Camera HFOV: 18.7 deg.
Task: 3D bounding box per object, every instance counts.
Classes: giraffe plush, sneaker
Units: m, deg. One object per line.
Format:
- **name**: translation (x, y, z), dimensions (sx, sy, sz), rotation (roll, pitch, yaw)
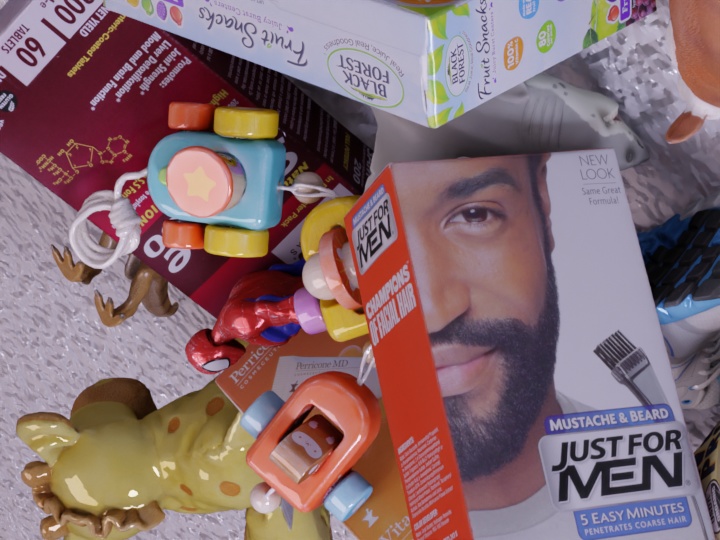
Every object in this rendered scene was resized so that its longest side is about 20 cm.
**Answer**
- **giraffe plush**: translation (-0.110, 0.112, 1.291), dimensions (0.200, 0.162, 0.173), rotation (-63, -37, -76)
- **sneaker**: translation (0.151, 0.023, 1.000), dimensions (0.087, 0.075, 0.200), rotation (46, 161, -9)

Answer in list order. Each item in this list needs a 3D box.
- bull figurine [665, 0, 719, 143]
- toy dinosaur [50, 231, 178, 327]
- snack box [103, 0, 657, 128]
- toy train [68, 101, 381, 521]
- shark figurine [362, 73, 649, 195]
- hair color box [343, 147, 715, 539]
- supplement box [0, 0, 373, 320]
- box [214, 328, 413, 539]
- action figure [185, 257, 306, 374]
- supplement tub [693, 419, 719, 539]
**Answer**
- **bull figurine**: translation (0.159, -0.112, 0.813), dimensions (0.121, 0.065, 0.200), rotation (21, 144, 36)
- **toy dinosaur**: translation (-0.130, -0.007, 1.339), dimensions (0.060, 0.106, 0.200), rotation (33, 141, 25)
- **snack box**: translation (0.004, -0.131, 0.920), dimensions (0.200, 0.142, 0.053), rotation (23, 131, 39)
- **toy train**: translation (-0.051, 0.015, 1.011), dimensions (0.200, 0.150, 0.056), rotation (46, -163, 10)
- **shark figurine**: translation (0.010, -0.080, 0.984), dimensions (0.214, 0.128, 0.090), rotation (29, 104, 23)
- **hair color box**: translation (0.071, 0.054, 0.916), dimensions (0.064, 0.111, 0.201), rotation (132, 129, -60)
- **supplement box**: translation (-0.096, -0.068, 1.093), dimensions (0.200, 0.061, 0.109), rotation (38, 113, -19)
- **box**: translation (0.040, 0.083, 1.087), dimensions (0.200, 0.124, 0.097), rotation (42, 179, 45)
- **action figure**: translation (0.000, 0.000, 1.057), dimensions (0.200, 0.065, 0.052), rotation (-26, 108, 17)
- **supplement tub**: translation (0.206, 0.116, 0.945), dimensions (0.144, 0.144, 0.200), rotation (42, 151, 12)
